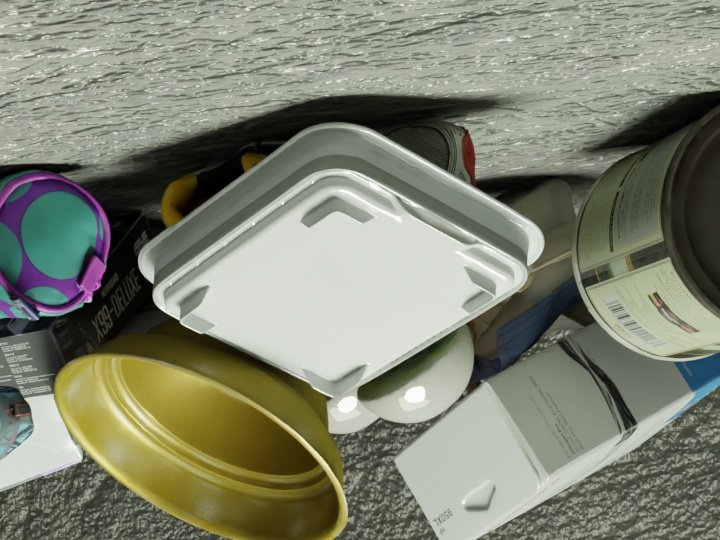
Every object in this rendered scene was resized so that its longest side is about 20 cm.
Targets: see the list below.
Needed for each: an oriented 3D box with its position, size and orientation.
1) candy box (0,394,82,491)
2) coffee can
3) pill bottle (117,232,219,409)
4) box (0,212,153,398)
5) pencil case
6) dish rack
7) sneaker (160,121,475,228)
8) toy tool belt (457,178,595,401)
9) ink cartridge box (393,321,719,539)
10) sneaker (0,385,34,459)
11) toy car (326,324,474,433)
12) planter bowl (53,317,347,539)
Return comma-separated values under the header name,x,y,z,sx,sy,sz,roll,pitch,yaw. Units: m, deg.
name,x,y,z,sx,sy,sz,roll,pitch,yaw
candy box,-0.284,0.087,1.591,0.167,0.072,0.200,-20,-156,1
coffee can,0.228,-0.023,1.424,0.145,0.148,0.200,-6,175,-12
pill bottle,-0.145,0.062,1.579,0.111,0.113,0.200,-6,-153,-7
box,-0.250,0.034,1.522,0.199,0.050,0.158,-9,-155,25
pencil case,-0.236,-0.001,1.360,0.199,0.093,0.085,-11,-143,48
dish rack,-0.013,0.005,1.276,0.171,0.044,0.200,28,138,-29
sneaker,-0.025,-0.040,1.298,0.199,0.078,0.082,-16,161,26
toy tool belt,0.096,0.031,1.609,0.200,0.123,0.125,-38,-167,-35
ink cartridge box,0.143,0.104,1.610,0.199,0.085,0.145,-25,167,-37
sneaker,-0.282,0.117,1.415,0.199,0.080,0.095,-13,-176,36
toy car,0.000,0.000,1.462,0.150,0.175,0.200,-44,-165,-29
planter bowl,-0.084,0.083,1.413,0.199,0.084,0.201,20,149,12
